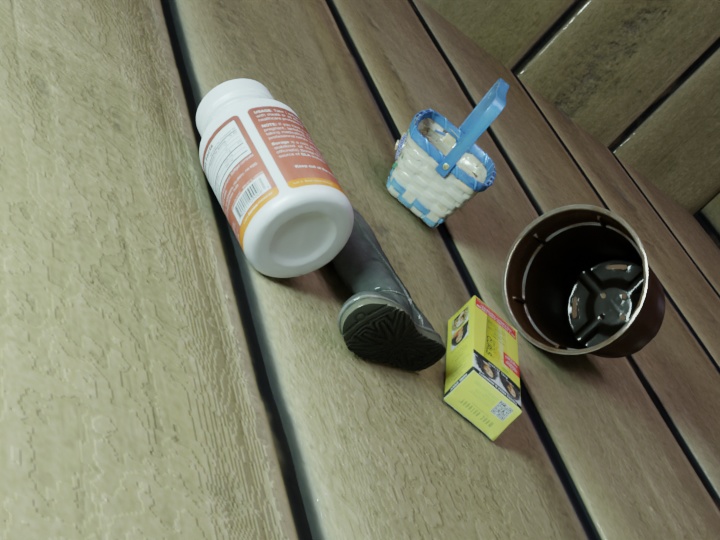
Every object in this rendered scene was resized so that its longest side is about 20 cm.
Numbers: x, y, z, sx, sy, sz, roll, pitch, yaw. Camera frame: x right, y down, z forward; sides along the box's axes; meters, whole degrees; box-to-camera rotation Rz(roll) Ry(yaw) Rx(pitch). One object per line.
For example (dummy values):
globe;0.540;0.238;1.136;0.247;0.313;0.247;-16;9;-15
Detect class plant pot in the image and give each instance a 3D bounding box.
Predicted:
plant pot;0.322;0.031;1.667;0.200;0.200;0.198;54;15;27

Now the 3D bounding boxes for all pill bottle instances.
pill bottle;-0.092;-0.097;1.200;0.112;0.112;0.200;23;29;-45

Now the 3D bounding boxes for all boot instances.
boot;-0.002;0.001;1.242;0.182;0.072;0.200;39;21;-57

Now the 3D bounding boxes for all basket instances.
basket;0.130;-0.168;1.648;0.139;0.200;0.176;43;18;-4

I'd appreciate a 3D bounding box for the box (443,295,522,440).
box;0.135;0.103;1.336;0.075;0.050;0.200;40;20;-9
